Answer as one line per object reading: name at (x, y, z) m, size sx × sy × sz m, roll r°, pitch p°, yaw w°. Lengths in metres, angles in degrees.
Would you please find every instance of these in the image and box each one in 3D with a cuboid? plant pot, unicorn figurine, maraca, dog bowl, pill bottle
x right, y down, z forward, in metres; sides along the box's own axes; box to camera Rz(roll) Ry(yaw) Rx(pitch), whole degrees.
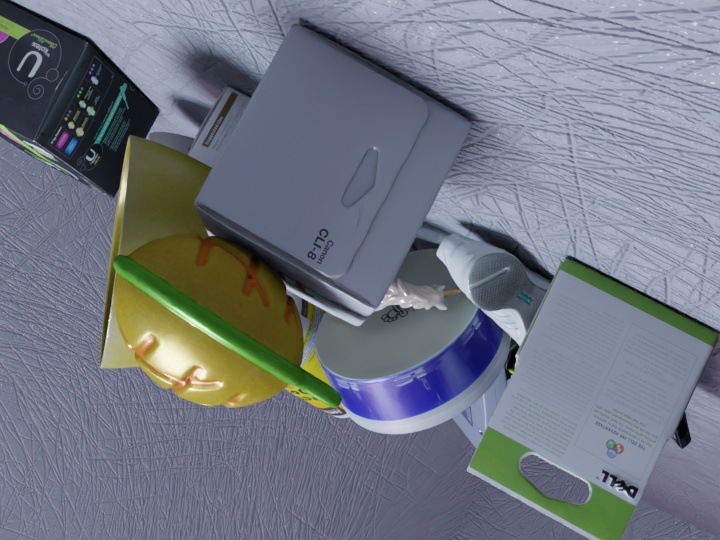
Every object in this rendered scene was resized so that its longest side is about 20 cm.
plant pot at (-0.149, -0.007, 0.975) m, size 0.139 × 0.204 × 0.200 m, roll 8°, pitch 178°, yaw -15°
unicorn figurine at (0.000, 0.000, 1.116) m, size 0.199 × 0.075 × 0.137 m, roll 35°, pitch 158°, yaw -23°
maraca at (-0.089, 0.043, 0.758) m, size 0.136 × 0.108 × 0.199 m, roll 32°, pitch 176°, yaw 43°
dog bowl at (0.054, 0.071, 1.163) m, size 0.199 × 0.200 × 0.079 m, roll 19°, pitch 146°, yaw 51°
pill bottle at (-0.044, 0.101, 1.284) m, size 0.199 × 0.111 × 0.109 m, roll 33°, pitch 171°, yaw -33°

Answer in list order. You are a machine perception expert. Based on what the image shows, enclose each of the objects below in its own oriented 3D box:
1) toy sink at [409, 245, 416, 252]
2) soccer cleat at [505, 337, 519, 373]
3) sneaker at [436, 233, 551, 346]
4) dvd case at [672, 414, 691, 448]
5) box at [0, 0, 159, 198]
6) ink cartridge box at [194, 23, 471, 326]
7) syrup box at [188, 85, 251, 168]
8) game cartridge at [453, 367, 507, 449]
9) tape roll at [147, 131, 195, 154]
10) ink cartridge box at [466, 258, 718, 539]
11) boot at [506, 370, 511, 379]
toy sink at (-0.033, -0.006, 1.356) m, size 0.198 × 0.113 × 0.130 m, roll 27°, pitch 172°, yaw 16°
soccer cleat at (0.186, 0.081, 1.236) m, size 0.067 × 0.082 × 0.200 m, roll 28°, pitch 173°, yaw 2°
sneaker at (0.147, 0.020, 1.074) m, size 0.200 × 0.071 × 0.080 m, roll 40°, pitch -178°, yaw -42°
dvd case at (0.274, 0.103, 1.098) m, size 0.143 × 0.017 × 0.200 m, roll 51°, pitch -178°, yaw 26°
box at (-0.348, -0.191, 1.248) m, size 0.147 × 0.126 × 0.200 m, roll 26°, pitch 174°, yaw 18°
ink cartridge box at (-0.023, -0.060, 0.810) m, size 0.143 × 0.147 × 0.200 m, roll 28°, pitch 172°, yaw -1°
syrup box at (-0.054, -0.084, 1.023) m, size 0.197 × 0.082 × 0.079 m, roll 27°, pitch 170°, yaw 10°
game cartridge at (0.131, 0.114, 1.304) m, size 0.133 × 0.040 × 0.203 m, roll -123°, pitch 21°, yaw -58°
tape roll at (-0.146, -0.097, 1.210) m, size 0.200 × 0.038 × 0.203 m, roll 23°, pitch -168°, yaw -5°
ink cartridge box at (0.196, 0.116, 0.952) m, size 0.146 × 0.202 × 0.076 m, roll 27°, pitch 173°, yaw 11°
boot at (0.191, 0.121, 1.429) m, size 0.198 × 0.098 × 0.075 m, roll 29°, pitch 173°, yaw -3°
